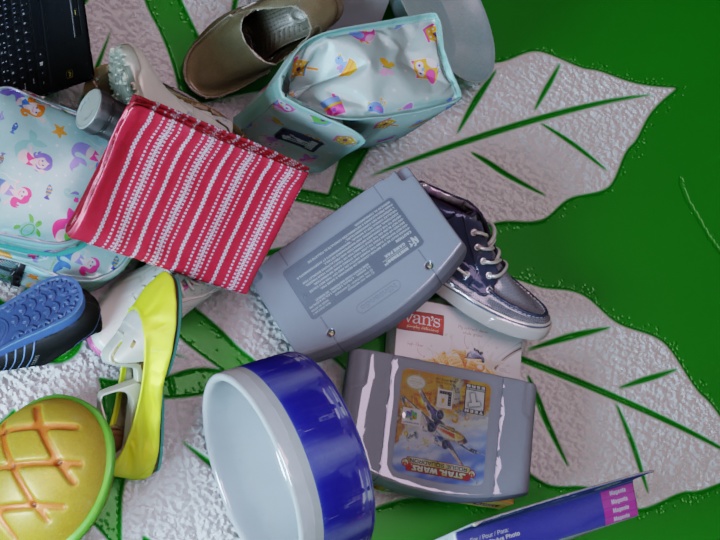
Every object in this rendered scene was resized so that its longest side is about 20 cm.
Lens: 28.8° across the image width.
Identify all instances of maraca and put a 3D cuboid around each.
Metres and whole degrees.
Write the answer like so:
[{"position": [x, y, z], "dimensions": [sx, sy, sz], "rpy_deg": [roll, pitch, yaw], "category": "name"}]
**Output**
[{"position": [-0.295, 0.206, 1.253], "dimensions": [0.137, 0.107, 0.200], "rpy_deg": [22, 78, 29], "category": "maraca"}]

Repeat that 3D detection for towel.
[{"position": [-0.155, -0.064, 1.280], "dimensions": [0.200, 0.022, 0.145], "rpy_deg": [20, 106, -34], "category": "towel"}]

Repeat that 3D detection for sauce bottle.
[{"position": [-0.170, -0.109, 1.301], "dimensions": [0.200, 0.065, 0.065], "rpy_deg": [23, 64, -37], "category": "sauce bottle"}]

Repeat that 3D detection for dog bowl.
[{"position": [-0.069, 0.179, 1.287], "dimensions": [0.079, 0.200, 0.201], "rpy_deg": [-17, 79, -26], "category": "dog bowl"}]

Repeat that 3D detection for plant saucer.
[{"position": [0.078, -0.291, 1.548], "dimensions": [0.201, 0.039, 0.202], "rpy_deg": [35, 42, -39], "category": "plant saucer"}]

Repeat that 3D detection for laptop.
[{"position": [-0.380, -0.253, 1.372], "dimensions": [0.199, 0.103, 0.178], "rpy_deg": [-15, 75, 18], "category": "laptop"}]

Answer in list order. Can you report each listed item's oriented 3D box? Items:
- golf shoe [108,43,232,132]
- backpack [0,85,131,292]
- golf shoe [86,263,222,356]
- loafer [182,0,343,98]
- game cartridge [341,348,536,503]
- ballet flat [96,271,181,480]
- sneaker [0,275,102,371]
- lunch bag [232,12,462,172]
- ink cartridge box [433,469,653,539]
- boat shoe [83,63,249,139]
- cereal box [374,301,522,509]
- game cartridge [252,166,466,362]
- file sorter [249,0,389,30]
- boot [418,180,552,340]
[{"position": [-0.177, -0.141, 1.371], "dimensions": [0.097, 0.078, 0.200], "rpy_deg": [-31, 119, -18], "category": "golf shoe"}, {"position": [-0.297, -0.073, 1.326], "dimensions": [0.199, 0.150, 0.178], "rpy_deg": [21, 72, -19], "category": "backpack"}, {"position": [-0.182, 0.010, 1.365], "dimensions": [0.200, 0.092, 0.075], "rpy_deg": [-40, 90, -24], "category": "golf shoe"}, {"position": [-0.110, -0.234, 1.419], "dimensions": [0.076, 0.200, 0.067], "rpy_deg": [55, 29, -9], "category": "loafer"}, {"position": [0.077, 0.160, 1.390], "dimensions": [0.199, 0.042, 0.134], "rpy_deg": [11, 64, -12], "category": "game cartridge"}, {"position": [-0.210, 0.099, 1.301], "dimensions": [0.067, 0.067, 0.201], "rpy_deg": [3, 101, -31], "category": "ballet flat"}, {"position": [-0.336, 0.069, 1.303], "dimensions": [0.199, 0.078, 0.070], "rpy_deg": [-19, 63, 2], "category": "sneaker"}, {"position": [-0.022, -0.177, 1.436], "dimensions": [0.199, 0.170, 0.122], "rpy_deg": [-18, 88, -24], "category": "lunch bag"}, {"position": [0.159, 0.251, 1.342], "dimensions": [0.196, 0.200, 0.043], "rpy_deg": [-12, 77, -21], "category": "ink cartridge box"}, {"position": [-0.189, -0.152, 1.427], "dimensions": [0.200, 0.066, 0.072], "rpy_deg": [29, 103, -20], "category": "boat shoe"}, {"position": [0.093, 0.136, 1.445], "dimensions": [0.143, 0.040, 0.201], "rpy_deg": [10, 69, -15], "category": "cereal box"}, {"position": [0.000, 0.000, 1.399], "dimensions": [0.200, 0.040, 0.134], "rpy_deg": [-34, 59, 1], "category": "game cartridge"}, {"position": [-0.041, -0.337, 1.465], "dimensions": [0.138, 0.200, 0.125], "rpy_deg": [1, 67, -12], "category": "file sorter"}, {"position": [0.122, -0.010, 1.450], "dimensions": [0.200, 0.091, 0.073], "rpy_deg": [28, 27, 4], "category": "boot"}]
